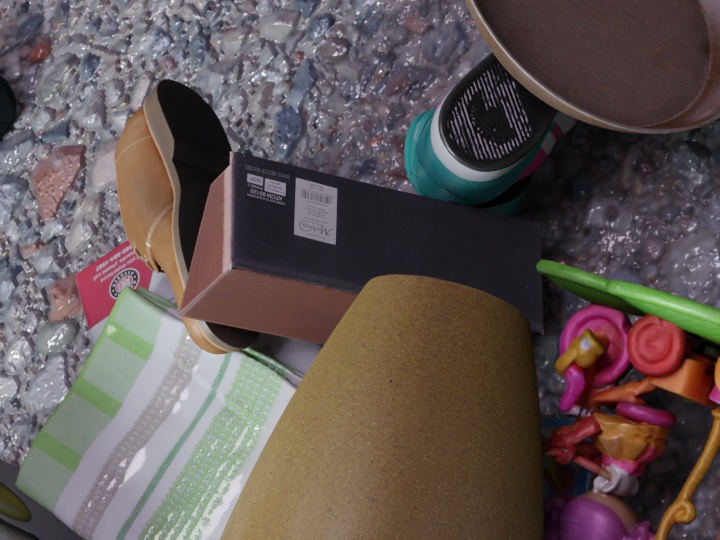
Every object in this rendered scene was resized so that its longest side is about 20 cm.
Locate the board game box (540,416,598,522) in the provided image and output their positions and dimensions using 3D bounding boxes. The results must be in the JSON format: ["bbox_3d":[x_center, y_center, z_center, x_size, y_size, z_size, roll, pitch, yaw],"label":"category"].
[{"bbox_3d":[0.066,0.180,1.599,0.134,0.034,0.201,1,69,33],"label":"board game box"}]

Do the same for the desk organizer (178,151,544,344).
[{"bbox_3d":[0.000,0.000,1.619,0.077,0.199,0.072,-39,45,53],"label":"desk organizer"}]

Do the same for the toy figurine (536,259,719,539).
[{"bbox_3d":[0.152,0.108,1.517,0.199,0.150,0.185,19,88,31],"label":"toy figurine"}]

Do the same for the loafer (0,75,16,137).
[{"bbox_3d":[-0.324,-0.070,1.958,0.200,0.073,0.072,-43,43,-3],"label":"loafer"}]

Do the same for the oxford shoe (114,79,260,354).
[{"bbox_3d":[-0.104,-0.018,1.684,0.071,0.071,0.201,-43,42,26],"label":"oxford shoe"}]

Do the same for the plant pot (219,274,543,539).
[{"bbox_3d":[0.022,0.111,1.515,0.185,0.186,0.201,3,71,34],"label":"plant pot"}]

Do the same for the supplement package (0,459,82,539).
[{"bbox_3d":[-0.249,0.210,1.686,0.147,0.200,0.192,-41,53,10],"label":"supplement package"}]

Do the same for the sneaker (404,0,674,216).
[{"bbox_3d":[0.097,-0.093,1.682,0.200,0.121,0.084,-37,84,-32],"label":"sneaker"}]

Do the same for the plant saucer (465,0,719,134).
[{"bbox_3d":[0.137,-0.157,1.637,0.035,0.199,0.201,129,140,-50],"label":"plant saucer"}]

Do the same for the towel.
[{"bbox_3d":[-0.104,0.104,1.642,0.199,0.031,0.150,27,84,37],"label":"towel"}]

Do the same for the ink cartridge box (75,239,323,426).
[{"bbox_3d":[-0.075,0.059,1.717,0.147,0.086,0.201,-30,56,17],"label":"ink cartridge box"}]
